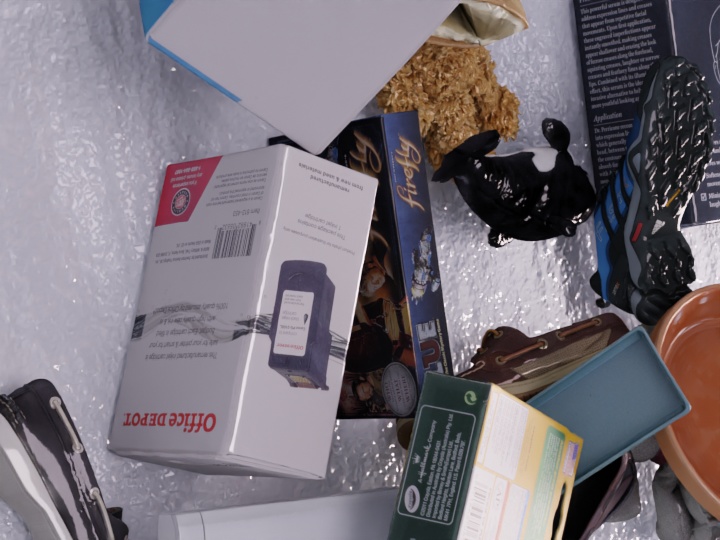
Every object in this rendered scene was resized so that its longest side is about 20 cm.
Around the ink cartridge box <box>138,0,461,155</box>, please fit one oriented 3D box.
[{"bbox_3d":[-0.050,-0.211,1.328,0.146,0.146,0.201,32,24,-31],"label":"ink cartridge box"}]

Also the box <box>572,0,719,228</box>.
[{"bbox_3d":[0.264,-0.137,1.642,0.147,0.107,0.202,-7,91,-38],"label":"box"}]

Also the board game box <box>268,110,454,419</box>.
[{"bbox_3d":[0.000,0.000,1.414,0.034,0.135,0.202,-9,91,-37],"label":"board game box"}]

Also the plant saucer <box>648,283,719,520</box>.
[{"bbox_3d":[0.290,0.106,1.518,0.199,0.032,0.202,14,59,-25],"label":"plant saucer"}]

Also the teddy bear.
[{"bbox_3d":[0.054,-0.155,1.509,0.145,0.066,0.201,-36,109,-36],"label":"teddy bear"}]

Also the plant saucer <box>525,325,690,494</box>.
[{"bbox_3d":[0.141,0.122,1.478,0.070,0.199,0.019,59,21,14],"label":"plant saucer"}]

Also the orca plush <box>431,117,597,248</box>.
[{"bbox_3d":[0.135,-0.058,1.520,0.106,0.071,0.200,-54,151,-2],"label":"orca plush"}]

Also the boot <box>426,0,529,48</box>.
[{"bbox_3d":[0.079,-0.242,1.479,0.173,0.066,0.201,1,51,-27],"label":"boot"}]

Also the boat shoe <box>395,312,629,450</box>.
[{"bbox_3d":[0.113,0.078,1.526,0.198,0.072,0.072,-18,55,-10],"label":"boat shoe"}]

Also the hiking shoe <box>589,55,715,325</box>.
[{"bbox_3d":[0.208,-0.063,1.547,0.074,0.086,0.202,0,101,-37],"label":"hiking shoe"}]

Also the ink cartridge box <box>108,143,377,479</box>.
[{"bbox_3d":[-0.077,0.031,1.346,0.084,0.144,0.202,18,76,-34],"label":"ink cartridge box"}]

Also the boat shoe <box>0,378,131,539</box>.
[{"bbox_3d":[-0.177,0.165,1.309,0.060,0.074,0.201,-32,98,-29],"label":"boat shoe"}]

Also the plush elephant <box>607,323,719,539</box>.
[{"bbox_3d":[0.245,0.128,1.597,0.155,0.165,0.200,41,20,11],"label":"plush elephant"}]

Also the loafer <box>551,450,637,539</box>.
[{"bbox_3d":[0.127,0.199,1.507,0.072,0.063,0.200,40,81,13],"label":"loafer"}]

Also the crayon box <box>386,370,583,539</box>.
[{"bbox_3d":[0.084,0.150,1.373,0.200,0.051,0.127,32,70,-62],"label":"crayon box"}]

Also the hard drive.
[{"bbox_3d":[-0.037,0.212,1.318,0.199,0.027,0.133,-2,86,-40],"label":"hard drive"}]
